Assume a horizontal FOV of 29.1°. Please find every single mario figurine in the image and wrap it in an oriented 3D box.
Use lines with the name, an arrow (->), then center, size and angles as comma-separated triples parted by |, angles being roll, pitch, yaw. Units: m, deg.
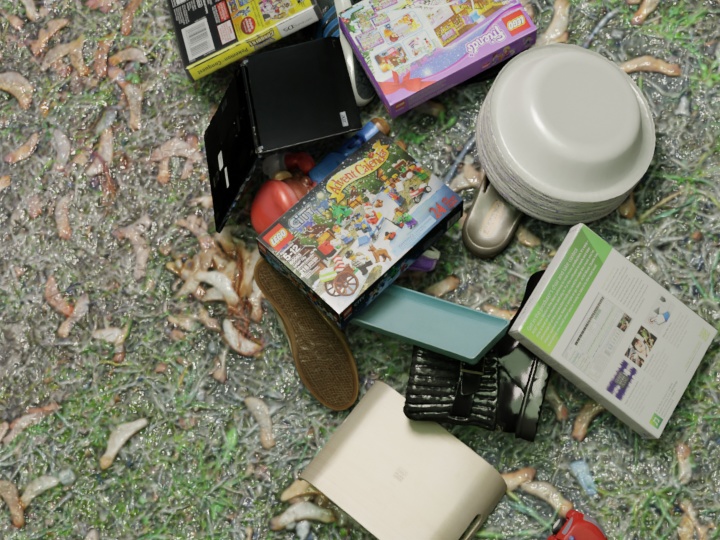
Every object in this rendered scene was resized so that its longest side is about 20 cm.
mario figurine -> -0.042, -0.099, 1.664 | 0.198, 0.107, 0.124 | -30, 34, -9

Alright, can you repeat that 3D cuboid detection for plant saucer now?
plant saucer -> 0.068, 0.056, 1.508 | 0.198, 0.019, 0.070 | 16, 46, 42

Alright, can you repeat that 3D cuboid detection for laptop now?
laptop -> -0.098, -0.164, 1.644 | 0.102, 0.201, 0.179 | 14, 40, -25

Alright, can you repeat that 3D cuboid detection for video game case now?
video game case -> -0.150, -0.335, 1.725 | 0.179, 0.026, 0.201 | -25, 44, 5

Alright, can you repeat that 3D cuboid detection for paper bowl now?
paper bowl -> 0.236, -0.162, 1.559 | 0.197, 0.105, 0.204 | 5, 65, -10

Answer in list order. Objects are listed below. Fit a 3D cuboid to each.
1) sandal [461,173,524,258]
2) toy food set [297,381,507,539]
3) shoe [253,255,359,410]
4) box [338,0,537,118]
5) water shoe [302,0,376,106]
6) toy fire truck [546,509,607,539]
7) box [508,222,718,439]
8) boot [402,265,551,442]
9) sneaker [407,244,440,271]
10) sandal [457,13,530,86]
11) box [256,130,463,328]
sandal -> 0.171, -0.113, 1.618 | 0.081, 0.055, 0.202 | 24, 80, 17
toy food set -> 0.046, 0.236, 1.550 | 0.199, 0.061, 0.144 | 36, 73, 18
shoe -> -0.056, 0.066, 1.599 | 0.069, 0.053, 0.202 | -26, 96, 12
box -> 0.090, -0.285, 1.634 | 0.198, 0.039, 0.138 | -27, 72, -5
water shoe -> -0.028, -0.286, 1.715 | 0.078, 0.071, 0.203 | -19, 66, 29
toy fire truck -> 0.190, 0.341, 1.432 | 0.049, 0.141, 0.201 | 39, 85, -1
box -> 0.274, 0.066, 1.500 | 0.199, 0.036, 0.145 | 37, 73, -10
boot -> 0.139, 0.078, 1.539 | 0.155, 0.080, 0.214 | 13, 66, 11
sneaker -> 0.000, 0.000, 1.624 | 0.197, 0.080, 0.085 | -6, 89, 20
sandal -> 0.118, -0.260, 1.675 | 0.198, 0.048, 0.076 | -23, 71, 5
box -> 0.000, -0.049, 1.554 | 0.136, 0.038, 0.200 | 40, 70, 21
